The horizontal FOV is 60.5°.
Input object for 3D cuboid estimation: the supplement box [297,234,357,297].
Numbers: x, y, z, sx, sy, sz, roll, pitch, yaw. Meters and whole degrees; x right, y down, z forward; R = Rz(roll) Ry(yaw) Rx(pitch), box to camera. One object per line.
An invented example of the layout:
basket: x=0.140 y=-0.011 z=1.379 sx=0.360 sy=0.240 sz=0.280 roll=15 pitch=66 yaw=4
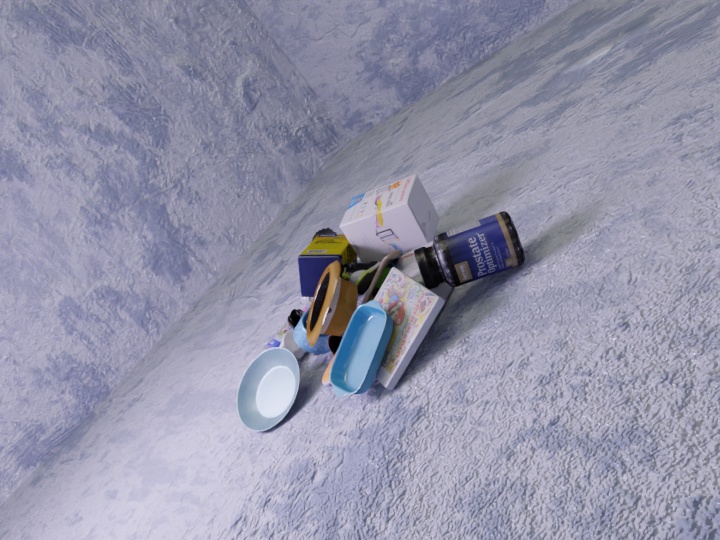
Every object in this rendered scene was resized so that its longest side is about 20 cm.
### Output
supplement box: x=-0.080 y=-0.016 z=1.601 sx=0.109 sy=0.109 sz=0.200 roll=0 pitch=20 yaw=11

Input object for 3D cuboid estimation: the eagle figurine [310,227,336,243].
eagle figurine: x=-0.069 y=-0.019 z=1.831 sx=0.150 sy=0.153 sz=0.200 roll=-2 pitch=27 yaw=-18

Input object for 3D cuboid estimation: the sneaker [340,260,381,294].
sneaker: x=0.000 y=0.000 z=1.514 sx=0.072 sy=0.083 sz=0.200 roll=-59 pitch=-5 yaw=11

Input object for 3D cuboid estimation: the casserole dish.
casserole dish: x=0.006 y=0.159 z=1.226 sx=0.121 sy=0.039 sz=0.201 roll=11 pitch=76 yaw=57

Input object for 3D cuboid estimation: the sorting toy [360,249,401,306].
sorting toy: x=0.039 y=0.044 z=1.465 sx=0.201 sy=0.036 sz=0.185 roll=-60 pitch=-5 yaw=9

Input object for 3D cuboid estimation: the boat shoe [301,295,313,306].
boat shoe: x=-0.062 y=0.053 z=1.683 sx=0.201 sy=0.075 sz=0.086 roll=-17 pitch=12 yaw=-9

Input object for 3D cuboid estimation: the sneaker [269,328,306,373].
sneaker: x=-0.189 y=0.226 z=1.609 sx=0.200 sy=0.075 sz=0.089 roll=-50 pitch=-14 yaw=-54

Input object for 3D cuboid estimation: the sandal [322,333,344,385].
sandal: x=-0.046 y=0.174 z=1.428 sx=0.079 sy=0.059 sz=0.207 roll=-27 pitch=21 yaw=36

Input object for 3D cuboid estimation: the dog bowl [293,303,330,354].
dog bowl: x=-0.088 y=0.121 z=1.537 sx=0.200 sy=0.111 sz=0.050 roll=-55 pitch=-12 yaw=-48

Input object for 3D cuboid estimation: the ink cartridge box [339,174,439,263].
ink cartridge box: x=0.079 y=-0.127 z=1.592 sx=0.199 sy=0.145 sz=0.148 roll=-17 pitch=31 yaw=28

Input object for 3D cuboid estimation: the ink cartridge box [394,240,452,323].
ink cartridge box: x=0.125 y=0.035 z=1.365 sx=0.145 sy=0.084 sz=0.200 roll=-23 pitch=25 yaw=44

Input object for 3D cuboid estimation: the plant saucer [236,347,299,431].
plant saucer: x=-0.209 y=0.282 z=1.456 sx=0.200 sy=0.039 sz=0.202 roll=-20 pitch=54 yaw=29

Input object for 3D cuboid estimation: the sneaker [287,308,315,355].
sneaker: x=-0.126 y=0.123 z=1.627 sx=0.076 sy=0.115 sz=0.201 roll=-36 pitch=17 yaw=20

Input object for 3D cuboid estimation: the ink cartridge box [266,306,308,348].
ink cartridge box: x=-0.194 y=0.183 z=1.759 sx=0.200 sy=0.042 sz=0.119 roll=-47 pitch=18 yaw=-15

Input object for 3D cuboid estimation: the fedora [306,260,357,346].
fedora: x=-0.059 y=0.082 z=1.393 sx=0.201 sy=0.081 sz=0.202 roll=-162 pitch=90 yaw=-76

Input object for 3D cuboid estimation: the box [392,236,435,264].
box: x=0.110 y=-0.012 z=1.590 sx=0.199 sy=0.032 sz=0.121 roll=-31 pitch=24 yaw=21

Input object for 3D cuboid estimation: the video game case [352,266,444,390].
video game case: x=0.064 y=0.110 z=1.233 sx=0.201 sy=0.023 sz=0.182 roll=-60 pitch=33 yaw=4

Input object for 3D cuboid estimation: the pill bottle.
pill bottle: x=0.213 y=-0.034 z=1.225 sx=0.199 sy=0.112 sz=0.112 roll=-20 pitch=21 yaw=9
